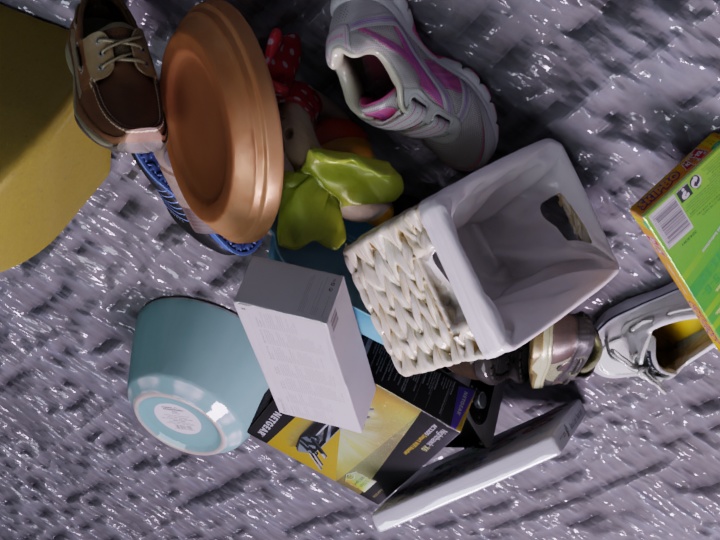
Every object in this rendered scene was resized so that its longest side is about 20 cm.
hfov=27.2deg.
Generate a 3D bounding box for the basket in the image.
[{"bbox_3d":[0.100,-0.009,1.233,0.123,0.199,0.137,-24,93,42],"label":"basket"}]

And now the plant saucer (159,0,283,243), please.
[{"bbox_3d":[-0.121,-0.119,1.225,0.037,0.202,0.201,-11,154,-25],"label":"plant saucer"}]

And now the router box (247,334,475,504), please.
[{"bbox_3d":[-0.003,0.136,1.430,0.156,0.053,0.200,29,144,-7],"label":"router box"}]

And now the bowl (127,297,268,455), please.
[{"bbox_3d":[-0.185,0.136,1.697,0.199,0.106,0.202,15,144,12],"label":"bowl"}]

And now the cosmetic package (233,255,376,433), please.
[{"bbox_3d":[-0.043,0.065,1.253,0.082,0.051,0.201,11,152,15],"label":"cosmetic package"}]

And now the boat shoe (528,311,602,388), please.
[{"bbox_3d":[0.191,0.074,1.376,0.065,0.073,0.201,7,171,11],"label":"boat shoe"}]

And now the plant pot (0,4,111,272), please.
[{"bbox_3d":[-0.362,-0.113,1.406,0.194,0.201,0.195,21,144,4],"label":"plant pot"}]

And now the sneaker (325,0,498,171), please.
[{"bbox_3d":[0.034,-0.144,1.227,0.200,0.089,0.081,43,140,-24],"label":"sneaker"}]

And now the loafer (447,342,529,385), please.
[{"bbox_3d":[0.119,0.065,1.393,0.071,0.074,0.200,11,180,19],"label":"loafer"}]

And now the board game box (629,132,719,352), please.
[{"bbox_3d":[0.306,-0.011,1.237,0.200,0.095,0.030,51,175,-29],"label":"board game box"}]

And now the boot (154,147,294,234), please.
[{"bbox_3d":[-0.089,-0.109,1.361,0.198,0.070,0.147,-7,119,-4],"label":"boot"}]

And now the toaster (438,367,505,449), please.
[{"bbox_3d":[0.032,0.089,1.497,0.198,0.119,0.181,-4,135,33],"label":"toaster"}]

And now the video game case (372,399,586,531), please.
[{"bbox_3d":[0.122,0.191,1.484,0.199,0.182,0.024,-26,88,17],"label":"video game case"}]

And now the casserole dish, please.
[{"bbox_3d":[-0.002,0.004,1.287,0.199,0.122,0.039,27,129,-16],"label":"casserole dish"}]

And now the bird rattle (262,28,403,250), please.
[{"bbox_3d":[-0.041,-0.106,1.278,0.113,0.201,0.163,-41,150,16],"label":"bird rattle"}]

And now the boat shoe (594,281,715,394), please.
[{"bbox_3d":[0.272,0.073,1.362,0.074,0.087,0.202,37,142,-17],"label":"boat shoe"}]

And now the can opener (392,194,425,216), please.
[{"bbox_3d":[0.000,0.000,1.391,0.078,0.064,0.200,30,121,-36],"label":"can opener"}]

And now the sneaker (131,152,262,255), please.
[{"bbox_3d":[-0.176,-0.092,1.435,0.201,0.070,0.078,54,156,-22],"label":"sneaker"}]

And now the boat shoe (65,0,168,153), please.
[{"bbox_3d":[-0.212,-0.175,1.270,0.075,0.201,0.074,-7,130,-23],"label":"boat shoe"}]
